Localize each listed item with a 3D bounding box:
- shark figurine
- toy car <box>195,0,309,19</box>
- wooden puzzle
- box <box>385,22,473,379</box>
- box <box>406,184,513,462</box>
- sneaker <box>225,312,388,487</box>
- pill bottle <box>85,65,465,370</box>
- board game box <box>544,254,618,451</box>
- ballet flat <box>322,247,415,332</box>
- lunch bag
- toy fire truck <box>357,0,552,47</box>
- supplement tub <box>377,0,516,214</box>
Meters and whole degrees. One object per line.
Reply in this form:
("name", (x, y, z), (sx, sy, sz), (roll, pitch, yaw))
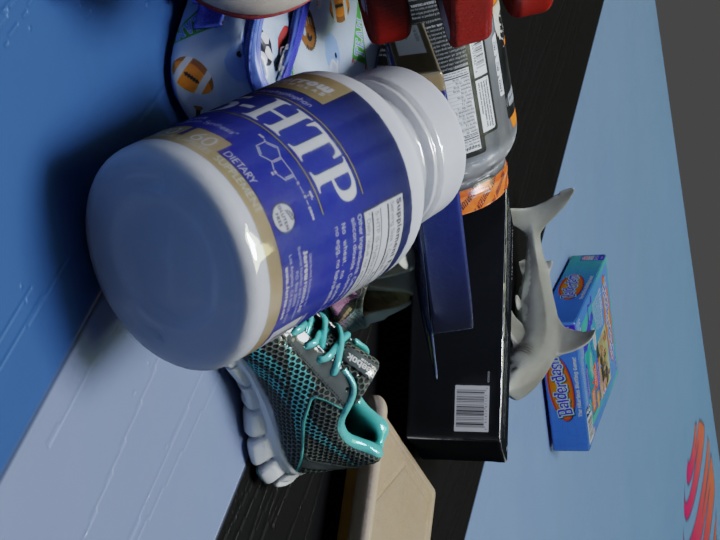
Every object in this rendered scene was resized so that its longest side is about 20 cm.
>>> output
("shark figurine", (0.188, 0.038, 1.692), (0.128, 0.089, 0.217), (52, 42, -62))
("toy car", (-0.067, -0.222, 0.921), (0.200, 0.182, 0.179), (-154, -120, -80))
("wooden puzzle", (0.014, 0.215, 1.255), (0.200, 0.037, 0.187), (66, 28, -57))
("box", (0.045, -0.045, 1.092), (0.121, 0.032, 0.202), (-99, -178, -68))
("box", (0.081, 0.044, 1.357), (0.141, 0.078, 0.202), (55, 37, -74))
("sneaker", (-0.034, 0.048, 1.035), (0.078, 0.090, 0.201), (-73, 153, -45))
("pill bottle", (-0.036, -0.039, 0.905), (0.199, 0.119, 0.121), (-30, 119, -45))
("board game box", (0.246, 0.089, 1.911), (0.200, 0.045, 0.154), (-50, 134, -62))
("ballet flat", (0.000, 0.000, 1.086), (0.200, 0.070, 0.070), (86, 0, -76))
("lunch bag", (-0.048, -0.146, 1.042), (0.161, 0.075, 0.202), (60, 32, -49))
("toy fire truck", (0.044, -0.234, 0.971), (0.168, 0.111, 0.202), (88, -9, -69))
("supplement tub", (0.047, -0.147, 1.240), (0.123, 0.121, 0.202), (-60, 144, -57))
